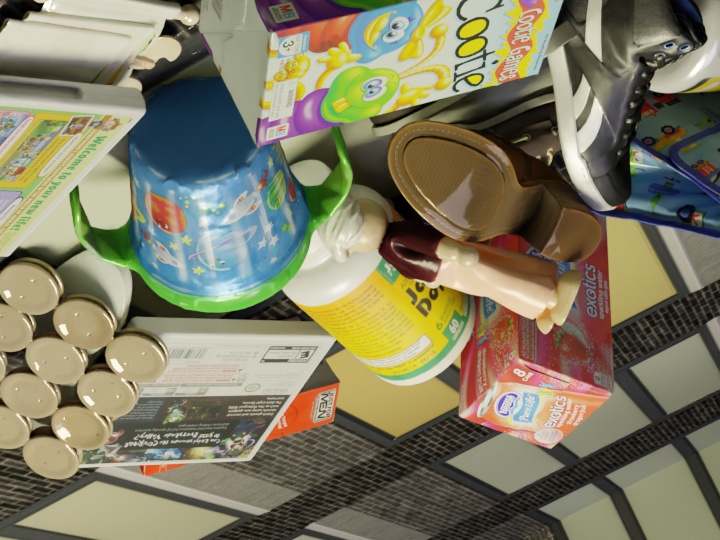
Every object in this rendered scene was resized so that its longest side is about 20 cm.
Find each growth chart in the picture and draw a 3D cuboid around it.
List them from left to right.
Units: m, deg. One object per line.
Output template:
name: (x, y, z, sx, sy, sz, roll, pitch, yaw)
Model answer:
growth chart: (-0.205, -0.116, 0.980, 0.200, 0.018, 0.144, -36, 156, 28)

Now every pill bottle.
pill bottle: (0.000, 0.000, 1.271, 0.113, 0.113, 0.200, -31, 131, 18)
pill bottle: (0.296, -0.196, 1.196, 0.199, 0.112, 0.112, -7, 153, -38)

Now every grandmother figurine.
grandmother figurine: (0.059, -0.010, 1.168, 0.199, 0.061, 0.121, 21, 156, -6)

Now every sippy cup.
sippy cup: (-0.104, -0.061, 1.080, 0.178, 0.139, 0.131, -44, 155, -22)

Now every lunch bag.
lunch bag: (0.290, -0.077, 1.198, 0.150, 0.200, 0.095, -20, 121, -30)

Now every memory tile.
memory tile: (-0.256, 0.083, 1.253, 0.153, 0.017, 0.200, 34, 126, -14)

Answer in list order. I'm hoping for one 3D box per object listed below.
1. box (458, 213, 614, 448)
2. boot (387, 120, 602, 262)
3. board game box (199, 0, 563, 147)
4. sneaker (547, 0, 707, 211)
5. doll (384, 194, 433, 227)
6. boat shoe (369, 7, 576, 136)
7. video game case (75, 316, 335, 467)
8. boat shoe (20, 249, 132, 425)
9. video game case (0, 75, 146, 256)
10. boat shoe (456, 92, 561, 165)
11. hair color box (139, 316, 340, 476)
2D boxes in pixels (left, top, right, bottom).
box: (0.148, 0.035, 1.319, 0.095, 0.201, 0.100, 21, 139, -18)
boot: (0.076, -0.078, 1.174, 0.199, 0.155, 0.074, 27, 104, -32)
board game box: (0.013, -0.168, 0.955, 0.199, 0.103, 0.105, -17, 150, -20)
sneaker: (0.198, -0.135, 1.113, 0.111, 0.201, 0.073, -4, -150, 26)
doll: (0.029, -0.037, 1.374, 0.199, 0.049, 0.137, -20, 158, -11)
boat shoe: (0.068, -0.154, 1.117, 0.201, 0.061, 0.072, -23, -168, 48)
video game case: (-0.143, 0.107, 1.344, 0.199, 0.023, 0.182, 3, 136, -37)
boat shoe: (-0.231, 0.045, 1.279, 0.200, 0.071, 0.064, -55, 176, 40)
video game case: (-0.263, -0.064, 0.990, 0.181, 0.022, 0.200, 0, 152, -43)
boat shoe: (0.126, -0.100, 1.311, 0.199, 0.060, 0.072, -18, 157, -17)
hair color box: (-0.131, 0.118, 1.480, 0.199, 0.102, 0.061, -14, 137, -24)
